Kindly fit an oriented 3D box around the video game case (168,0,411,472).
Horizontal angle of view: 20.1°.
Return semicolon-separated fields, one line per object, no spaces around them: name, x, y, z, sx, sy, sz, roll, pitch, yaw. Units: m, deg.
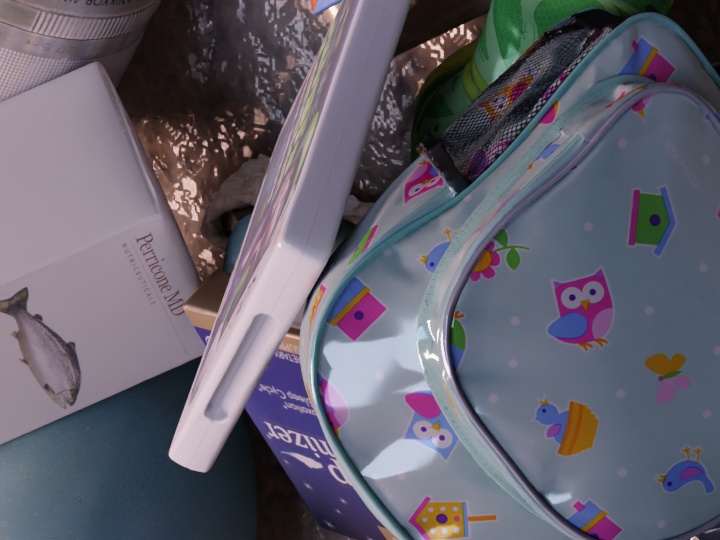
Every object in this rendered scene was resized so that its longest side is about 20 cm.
video game case;-0.025;-0.038;0.862;0.023;0.201;0.182;22;144;-7

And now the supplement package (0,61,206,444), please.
supplement package;-0.189;0.005;1.025;0.117;0.199;0.118;69;176;-51

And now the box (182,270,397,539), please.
box;0.002;0.090;1.009;0.121;0.032;0.200;13;143;45

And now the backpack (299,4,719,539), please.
backpack;0.078;0.025;0.739;0.200;0.153;0.176;-39;103;7

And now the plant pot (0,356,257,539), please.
plant pot;-0.138;0.101;1.119;0.199;0.200;0.135;14;78;33

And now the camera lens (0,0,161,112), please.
camera lens;-0.192;-0.147;1.071;0.160;0.160;0.200;45;127;16

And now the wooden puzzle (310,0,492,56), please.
wooden puzzle;0.000;-0.198;0.892;0.185;0.046;0.201;-19;98;50

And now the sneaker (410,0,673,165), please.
sneaker;0.072;-0.075;0.855;0.074;0.084;0.200;19;152;-8

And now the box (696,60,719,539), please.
box;0.177;0.029;0.886;0.200;0.104;0.148;42;127;19

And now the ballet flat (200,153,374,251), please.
ballet flat;0.000;0.000;1.038;0.199;0.072;0.072;22;118;29

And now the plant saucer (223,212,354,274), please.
plant saucer;0.005;0.052;1.014;0.200;0.027;0.200;31;151;20
